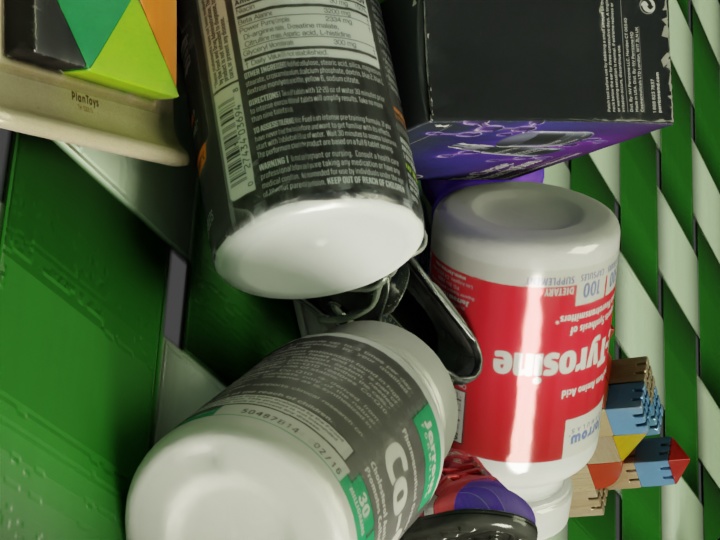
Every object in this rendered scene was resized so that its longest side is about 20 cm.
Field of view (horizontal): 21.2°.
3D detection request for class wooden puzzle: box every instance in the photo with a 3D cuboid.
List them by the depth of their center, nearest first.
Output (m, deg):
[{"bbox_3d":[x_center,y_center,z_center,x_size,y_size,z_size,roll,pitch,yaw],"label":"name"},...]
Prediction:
[{"bbox_3d":[-0.124,-0.154,0.869,0.185,0.037,0.202,8,76,-68],"label":"wooden puzzle"}]

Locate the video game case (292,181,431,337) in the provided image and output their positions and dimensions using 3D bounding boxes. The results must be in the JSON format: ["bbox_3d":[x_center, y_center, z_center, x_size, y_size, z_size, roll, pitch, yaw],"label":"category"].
[{"bbox_3d":[0.011,0.026,1.177,0.200,0.024,0.183,-42,122,-64],"label":"video game case"}]

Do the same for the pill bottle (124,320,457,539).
[{"bbox_3d":[-0.024,0.096,0.941,0.200,0.112,0.114,-38,119,-65],"label":"pill bottle"}]

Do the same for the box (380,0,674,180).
[{"bbox_3d":[0.061,-0.099,1.052,0.200,0.140,0.079,164,-73,-69],"label":"box"}]

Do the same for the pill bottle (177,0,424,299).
[{"bbox_3d":[-0.035,-0.096,0.961,0.106,0.106,0.201,42,34,-59],"label":"pill bottle"}]

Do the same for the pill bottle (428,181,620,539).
[{"bbox_3d":[0.093,0.057,1.160,0.112,0.111,0.201,-49,145,-62],"label":"pill bottle"}]

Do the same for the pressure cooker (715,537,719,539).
[{"bbox_3d":[0.407,0.368,1.881,0.176,0.178,0.201,-42,133,-17],"label":"pressure cooker"}]

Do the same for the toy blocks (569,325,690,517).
[{"bbox_3d":[0.149,0.101,1.352,0.100,0.136,0.201,-70,146,-49],"label":"toy blocks"}]

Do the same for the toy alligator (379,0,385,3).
[{"bbox_3d":[0.031,-0.164,1.160,0.054,0.059,0.200,-60,179,-5],"label":"toy alligator"}]

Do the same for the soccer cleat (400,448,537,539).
[{"bbox_3d":[0.049,0.127,1.051,0.200,0.068,0.074,134,-30,-72],"label":"soccer cleat"}]

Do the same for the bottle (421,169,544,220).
[{"bbox_3d":[0.081,-0.070,1.275,0.065,0.083,0.201,120,-20,-43],"label":"bottle"}]

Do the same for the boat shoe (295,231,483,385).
[{"bbox_3d":[-0.001,0.002,1.046,0.200,0.068,0.074,52,54,-34],"label":"boat shoe"}]
